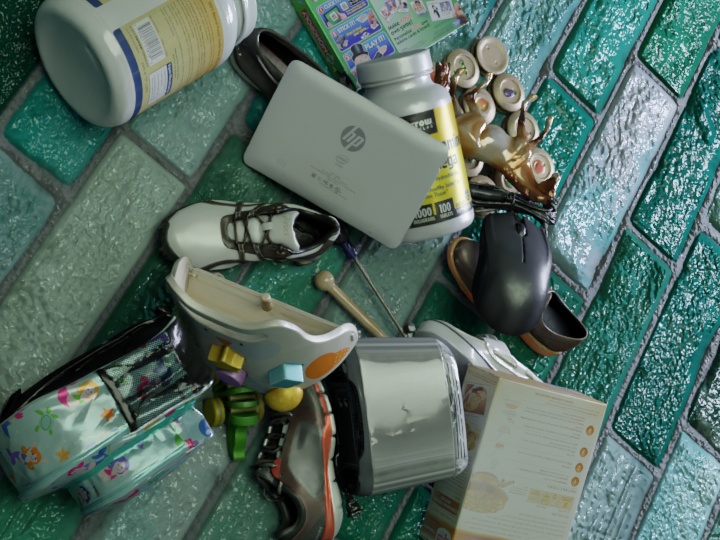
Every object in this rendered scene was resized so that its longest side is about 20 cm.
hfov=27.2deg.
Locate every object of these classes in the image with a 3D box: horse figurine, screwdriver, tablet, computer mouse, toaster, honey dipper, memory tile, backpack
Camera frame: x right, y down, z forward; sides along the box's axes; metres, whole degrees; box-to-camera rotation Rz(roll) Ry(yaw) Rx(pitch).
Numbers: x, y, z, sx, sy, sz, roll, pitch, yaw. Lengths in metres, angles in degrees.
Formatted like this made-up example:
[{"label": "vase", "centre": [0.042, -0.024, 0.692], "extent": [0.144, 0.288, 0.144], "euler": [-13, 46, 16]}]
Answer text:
[{"label": "horse figurine", "centre": [0.157, -0.167, 1.768], "extent": [0.198, 0.050, 0.134], "euler": [27, 63, -14]}, {"label": "screwdriver", "centre": [0.000, 0.000, 1.679], "extent": [0.028, 0.029, 0.201], "euler": [-37, 103, -32]}, {"label": "tablet", "centre": [-0.017, -0.126, 1.617], "extent": [0.199, 0.014, 0.131], "euler": [30, 106, 1]}, {"label": "computer mouse", "centre": [0.173, -0.021, 1.710], "extent": [0.137, 0.053, 0.202], "euler": [13, 55, -15]}, {"label": "toaster", "centre": [0.038, 0.160, 1.596], "extent": [0.128, 0.114, 0.203], "euler": [-6, 87, -17]}, {"label": "honey dipper", "centre": [0.021, 0.073, 1.670], "extent": [0.200, 0.038, 0.038], "euler": [44, 61, -11]}, {"label": "memory tile", "centre": [0.153, -0.177, 1.814], "extent": [0.152, 0.017, 0.202], "euler": [-25, 92, -33]}, {"label": "backpack", "centre": [-0.247, 0.146, 1.405], "extent": [0.199, 0.177, 0.152], "euler": [-25, 87, -29]}]

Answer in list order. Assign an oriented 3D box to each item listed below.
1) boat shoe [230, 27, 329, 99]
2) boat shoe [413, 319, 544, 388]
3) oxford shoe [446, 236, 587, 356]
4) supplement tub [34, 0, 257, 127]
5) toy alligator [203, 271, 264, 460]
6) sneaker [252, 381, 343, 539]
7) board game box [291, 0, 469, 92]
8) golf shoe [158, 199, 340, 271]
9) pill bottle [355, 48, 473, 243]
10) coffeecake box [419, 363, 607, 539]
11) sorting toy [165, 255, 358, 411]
[{"label": "boat shoe", "centre": [-0.058, -0.198, 1.665], "extent": [0.199, 0.057, 0.067], "euler": [37, 61, -19]}, {"label": "boat shoe", "centre": [0.144, 0.107, 1.713], "extent": [0.199, 0.072, 0.066], "euler": [37, 58, -20]}, {"label": "oxford shoe", "centre": [0.188, 0.023, 1.756], "extent": [0.199, 0.073, 0.072], "euler": [37, 63, -19]}, {"label": "supplement tub", "centre": [-0.217, -0.252, 1.530], "extent": [0.199, 0.144, 0.145], "euler": [-36, 98, -32]}, {"label": "toy alligator", "centre": [-0.133, 0.096, 1.555], "extent": [0.059, 0.054, 0.203], "euler": [-2, 80, -32]}, {"label": "sneaker", "centre": [-0.074, 0.189, 1.559], "extent": [0.081, 0.077, 0.203], "euler": [-8, 83, -29]}, {"label": "board game box", "centre": [0.025, -0.308, 1.758], "extent": [0.199, 0.029, 0.135], "euler": [-34, 97, -32]}, {"label": "golf shoe", "centre": [-0.114, -0.045, 1.577], "extent": [0.198, 0.094, 0.079], "euler": [-4, 82, -30]}, {"label": "pill bottle", "centre": [0.056, -0.140, 1.666], "extent": [0.112, 0.112, 0.202], "euler": [-20, 103, -33]}, {"label": "coffeecake box", "centre": [0.171, 0.223, 1.663], "extent": [0.152, 0.073, 0.202], "euler": [15, 92, -28]}, {"label": "sorting toy", "centre": [-0.118, 0.053, 1.447], "extent": [0.198, 0.180, 0.108], "euler": [21, 78, 11]}]
